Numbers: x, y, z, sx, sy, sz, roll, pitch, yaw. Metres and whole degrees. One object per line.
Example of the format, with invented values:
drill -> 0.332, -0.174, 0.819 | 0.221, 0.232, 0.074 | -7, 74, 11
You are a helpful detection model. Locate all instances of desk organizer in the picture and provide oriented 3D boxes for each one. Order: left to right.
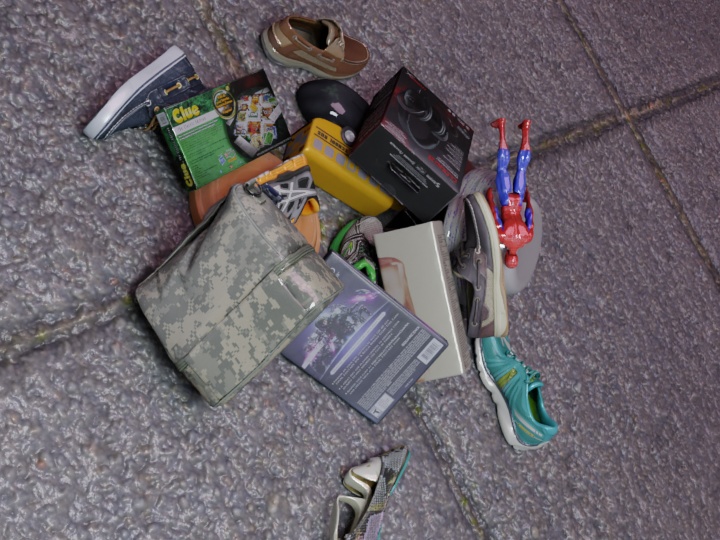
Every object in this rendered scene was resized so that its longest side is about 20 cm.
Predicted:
desk organizer -> 0.121, -0.093, 1.528 | 0.077, 0.072, 0.200 | 49, 42, -5

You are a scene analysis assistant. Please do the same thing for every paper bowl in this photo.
paper bowl -> 0.199, -0.042, 1.474 | 0.200, 0.103, 0.204 | -37, 133, -54

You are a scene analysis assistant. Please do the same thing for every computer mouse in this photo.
computer mouse -> -0.004, -0.226, 1.503 | 0.199, 0.053, 0.140 | 29, 50, -28

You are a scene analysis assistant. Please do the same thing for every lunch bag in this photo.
lunch bag -> -0.138, 0.021, 1.116 | 0.168, 0.200, 0.139 | 47, 16, -1

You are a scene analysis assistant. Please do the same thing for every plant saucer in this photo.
plant saucer -> -0.131, -0.077, 1.310 | 0.199, 0.032, 0.203 | 22, 53, -33

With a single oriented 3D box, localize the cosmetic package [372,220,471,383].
cosmetic package -> 0.084, 0.041, 1.339 | 0.103, 0.086, 0.203 | -7, 86, -77

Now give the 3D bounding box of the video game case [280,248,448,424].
video game case -> -0.007, 0.086, 1.257 | 0.199, 0.143, 0.019 | 38, 11, -18

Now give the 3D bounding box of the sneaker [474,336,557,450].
sneaker -> 0.231, 0.160, 1.472 | 0.077, 0.079, 0.202 | -9, 72, -45

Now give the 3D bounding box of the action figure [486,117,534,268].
action figure -> 0.207, -0.103, 1.378 | 0.064, 0.052, 0.203 | 3, 80, -14

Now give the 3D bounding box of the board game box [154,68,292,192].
board game box -> -0.169, -0.182, 1.278 | 0.200, 0.023, 0.106 | -36, 110, -49

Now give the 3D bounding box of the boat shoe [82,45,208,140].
boat shoe -> -0.252, -0.199, 1.239 | 0.091, 0.071, 0.201 | 48, 43, -13

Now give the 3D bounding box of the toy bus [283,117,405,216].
toy bus -> -0.009, -0.140, 1.432 | 0.199, 0.065, 0.079 | 30, 56, -27

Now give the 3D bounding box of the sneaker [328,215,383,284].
sneaker -> 0.000, 0.000, 1.347 | 0.078, 0.085, 0.202 | 37, 45, -20

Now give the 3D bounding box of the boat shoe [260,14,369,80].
boat shoe -> -0.055, -0.338, 1.507 | 0.198, 0.072, 0.077 | -4, 69, -44

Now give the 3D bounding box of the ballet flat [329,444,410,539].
ballet flat -> 0.005, 0.275, 1.203 | 0.072, 0.072, 0.201 | 42, 43, -16

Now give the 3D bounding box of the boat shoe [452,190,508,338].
boat shoe -> 0.156, -0.003, 1.352 | 0.072, 0.064, 0.203 | -111, -169, -75

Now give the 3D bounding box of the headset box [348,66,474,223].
headset box -> 0.074, -0.174, 1.417 | 0.148, 0.077, 0.201 | 40, 34, -14

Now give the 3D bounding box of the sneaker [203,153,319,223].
sneaker -> -0.115, -0.081, 1.251 | 0.199, 0.078, 0.078 | -35, 100, -47
